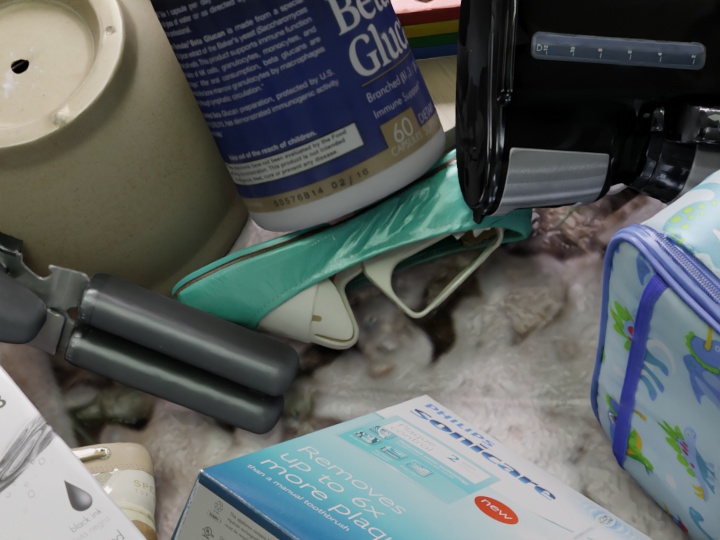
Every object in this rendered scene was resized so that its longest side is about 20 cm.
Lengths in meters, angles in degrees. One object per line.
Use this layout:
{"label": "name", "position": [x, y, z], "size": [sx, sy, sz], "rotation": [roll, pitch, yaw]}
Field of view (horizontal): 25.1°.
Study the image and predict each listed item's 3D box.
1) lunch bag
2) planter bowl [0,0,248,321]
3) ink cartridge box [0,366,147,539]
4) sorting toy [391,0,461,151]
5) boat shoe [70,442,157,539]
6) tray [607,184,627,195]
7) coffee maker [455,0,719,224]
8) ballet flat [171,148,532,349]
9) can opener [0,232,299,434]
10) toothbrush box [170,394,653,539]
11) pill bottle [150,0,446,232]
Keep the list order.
{"label": "lunch bag", "position": [0.171, 0.057, 0.701], "size": [0.082, 0.200, 0.161], "rotation": [-33, 64, -15]}
{"label": "planter bowl", "position": [-0.165, -0.083, 0.869], "size": [0.200, 0.135, 0.200], "rotation": [-4, 64, 8]}
{"label": "ink cartridge box", "position": [-0.190, 0.111, 0.740], "size": [0.116, 0.067, 0.200], "rotation": [-36, 67, -21]}
{"label": "sorting toy", "position": [0.062, -0.200, 0.923], "size": [0.199, 0.070, 0.200], "rotation": [-33, 63, -7]}
{"label": "boat shoe", "position": [-0.202, 0.122, 0.811], "size": [0.200, 0.072, 0.065], "rotation": [-6, 59, 1]}
{"label": "tray", "position": [0.122, -0.149, 0.852], "size": [0.107, 0.022, 0.200], "rotation": [-35, 107, -10]}
{"label": "coffee maker", "position": [0.151, -0.115, 0.790], "size": [0.200, 0.135, 0.192], "rotation": [4, 72, -8]}
{"label": "ballet flat", "position": [0.000, 0.000, 0.839], "size": [0.200, 0.067, 0.070], "rotation": [-25, 76, -1]}
{"label": "can opener", "position": [-0.131, 0.035, 0.814], "size": [0.200, 0.053, 0.066], "rotation": [19, 33, -6]}
{"label": "toothbrush box", "position": [0.026, 0.137, 0.685], "size": [0.146, 0.200, 0.085], "rotation": [32, 108, 24]}
{"label": "pill bottle", "position": [-0.043, -0.130, 0.811], "size": [0.111, 0.111, 0.200], "rotation": [-25, 106, -3]}
